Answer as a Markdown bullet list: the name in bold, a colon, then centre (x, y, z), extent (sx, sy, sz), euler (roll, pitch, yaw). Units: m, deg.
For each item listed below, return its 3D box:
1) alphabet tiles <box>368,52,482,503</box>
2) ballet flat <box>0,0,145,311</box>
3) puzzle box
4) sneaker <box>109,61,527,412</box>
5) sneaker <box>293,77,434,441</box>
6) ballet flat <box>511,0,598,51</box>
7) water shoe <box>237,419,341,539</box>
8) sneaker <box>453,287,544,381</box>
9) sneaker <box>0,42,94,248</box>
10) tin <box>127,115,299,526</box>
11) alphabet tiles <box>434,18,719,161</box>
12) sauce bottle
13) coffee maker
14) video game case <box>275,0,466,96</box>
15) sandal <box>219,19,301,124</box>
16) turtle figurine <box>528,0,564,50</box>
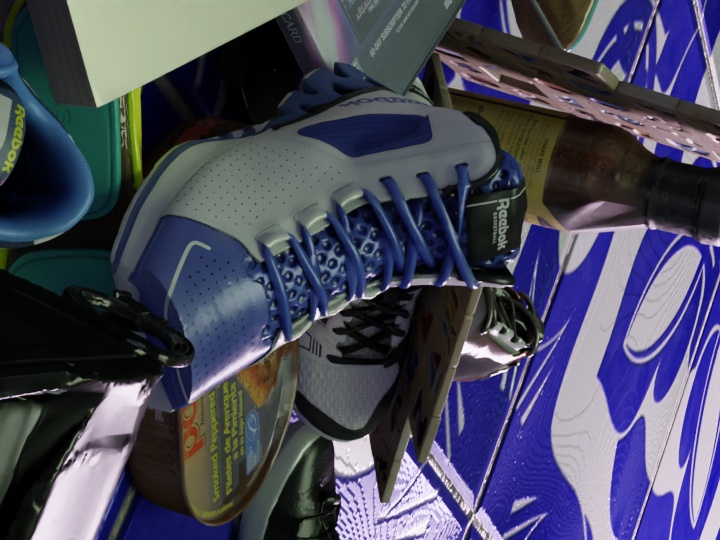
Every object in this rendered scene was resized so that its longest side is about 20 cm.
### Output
- **alphabet tiles**: centre (0.028, 0.017, 0.992), extent (0.167, 0.008, 0.200), euler (-100, -161, -48)
- **ballet flat**: centre (-0.107, -0.020, 0.748), extent (0.067, 0.067, 0.201), euler (-81, 175, -71)
- **puzzle box**: centre (-0.048, -0.157, 0.703), extent (0.200, 0.025, 0.133), euler (-33, 120, -39)
- **sneaker**: centre (-0.001, -0.021, 0.748), extent (0.199, 0.115, 0.081), euler (-44, 135, -46)
- **sneaker**: centre (0.000, 0.000, 0.940), extent (0.088, 0.075, 0.201), euler (-133, -137, -62)
- **ballet flat**: centre (0.120, -0.232, 1.162), extent (0.072, 0.068, 0.201), euler (26, 78, -47)
- **water shoe**: centre (-0.023, 0.179, 1.029), extent (0.071, 0.079, 0.201), euler (-14, 116, -65)
- **sneaker**: centre (0.064, 0.019, 1.078), extent (0.200, 0.082, 0.077), euler (85, 8, -78)
- **sneaker**: centre (-0.150, -0.060, 0.589), extent (0.200, 0.082, 0.074), euler (40, 68, -63)
- **tin**: centre (-0.070, 0.025, 0.887), extent (0.112, 0.042, 0.201), euler (-50, 147, -54)
- **alphabet tiles**: centre (0.119, -0.097, 1.029), extent (0.167, 0.199, 0.008), euler (23, 87, -67)
- **sauce bottle**: centre (0.104, -0.054, 1.037), extent (0.066, 0.199, 0.066), euler (-45, 143, -48)
- **coffee maker**: centre (-0.143, 0.104, 0.600), extent (0.192, 0.135, 0.201), euler (13, 101, -46)
- **video game case**: centre (-0.012, -0.174, 0.852), extent (0.143, 0.019, 0.200), euler (-58, 135, -38)
- **sandal**: centre (-0.016, -0.156, 0.895), extent (0.075, 0.045, 0.201), euler (38, 68, -66)
- **turtle figurine**: centre (0.114, -0.225, 1.013), extent (0.144, 0.199, 0.195), euler (143, -41, -60)
